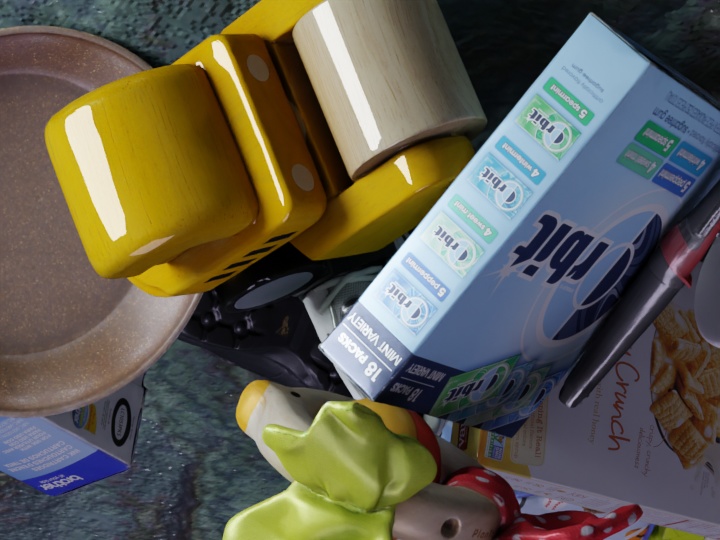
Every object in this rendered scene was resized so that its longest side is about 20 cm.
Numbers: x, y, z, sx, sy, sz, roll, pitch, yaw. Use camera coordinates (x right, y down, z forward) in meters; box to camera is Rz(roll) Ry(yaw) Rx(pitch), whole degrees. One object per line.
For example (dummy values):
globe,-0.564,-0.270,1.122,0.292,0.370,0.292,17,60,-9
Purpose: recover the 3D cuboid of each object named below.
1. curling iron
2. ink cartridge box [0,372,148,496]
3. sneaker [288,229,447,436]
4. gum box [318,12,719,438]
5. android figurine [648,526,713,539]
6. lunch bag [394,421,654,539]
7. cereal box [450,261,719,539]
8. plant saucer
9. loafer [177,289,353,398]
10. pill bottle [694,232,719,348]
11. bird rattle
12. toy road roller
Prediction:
curling iron,0.162,-0.007,1.346,0.200,0.026,0.050,-55,158,18
ink cartridge box,-0.186,0.033,1.491,0.200,0.137,0.076,31,143,-34
sneaker,0.000,0.000,1.389,0.074,0.089,0.201,-27,103,4
gum box,0.090,-0.016,1.303,0.200,0.045,0.170,-52,155,10
android figurine,0.261,0.142,1.647,0.199,0.041,0.182,-21,145,13
lunch bag,0.072,0.133,1.584,0.199,0.076,0.160,1,150,-9
cereal box,0.148,0.059,1.461,0.199,0.145,0.039,14,162,-23
plant saucer,-0.171,-0.026,1.389,0.200,0.201,0.037,21,-178,-23
loafer,-0.047,0.028,1.541,0.200,0.068,0.070,21,-176,-39
pill bottle,0.279,0.036,1.451,0.199,0.110,0.109,22,144,-25
bird rattle,0.026,0.098,1.300,0.199,0.163,0.113,6,112,-33
toy road roller,-0.054,-0.059,1.284,0.200,0.123,0.146,-32,165,38
